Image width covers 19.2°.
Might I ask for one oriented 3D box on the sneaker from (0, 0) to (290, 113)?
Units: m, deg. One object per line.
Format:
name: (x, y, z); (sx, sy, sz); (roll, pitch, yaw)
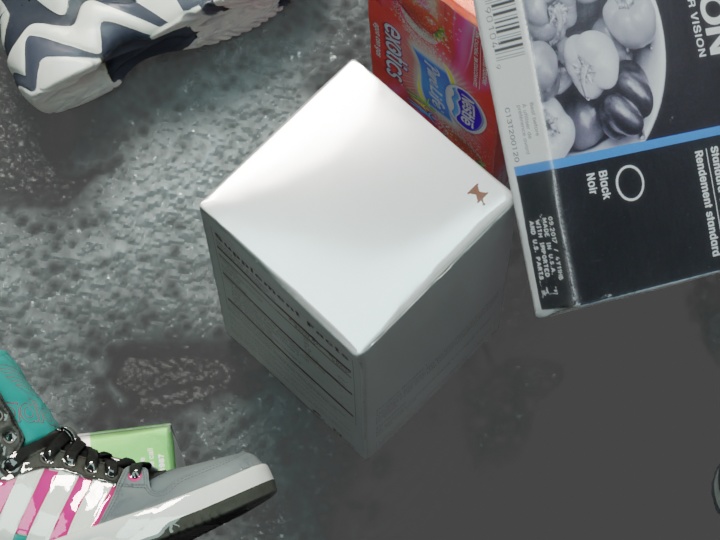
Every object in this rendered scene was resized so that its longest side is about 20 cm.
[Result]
sneaker: (-0.133, -0.191, 1.274); (0.199, 0.079, 0.130); (-27, 80, 2)

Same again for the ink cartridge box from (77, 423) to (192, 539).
ink cartridge box: (-0.190, 0.171, 1.140); (0.200, 0.084, 0.146); (-6, 70, -1)

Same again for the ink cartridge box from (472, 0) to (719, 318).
ink cartridge box: (0.155, -0.092, 1.081); (0.200, 0.043, 0.198); (-14, 93, -35)

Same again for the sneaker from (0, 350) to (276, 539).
sneaker: (-0.152, 0.094, 1.083); (0.200, 0.084, 0.121); (-17, 80, -6)

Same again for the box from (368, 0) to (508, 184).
box: (0.072, -0.139, 1.189); (0.095, 0.200, 0.103); (39, 74, 15)

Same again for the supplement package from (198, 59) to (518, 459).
supplement package: (0.000, 0.000, 1.139); (0.117, 0.200, 0.117); (43, 75, 14)

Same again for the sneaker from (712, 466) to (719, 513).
sneaker: (0.288, 0.080, 1.161); (0.200, 0.082, 0.070); (-30, 72, -10)
